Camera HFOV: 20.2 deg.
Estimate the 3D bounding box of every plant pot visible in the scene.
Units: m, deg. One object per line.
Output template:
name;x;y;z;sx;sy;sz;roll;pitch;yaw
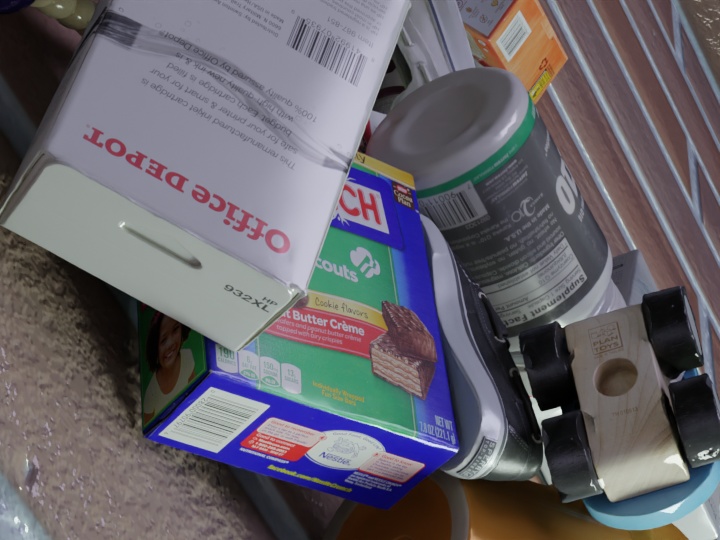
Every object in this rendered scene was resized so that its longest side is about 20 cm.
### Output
plant pot;0.077;0.201;1.195;0.183;0.200;0.201;32;38;-35

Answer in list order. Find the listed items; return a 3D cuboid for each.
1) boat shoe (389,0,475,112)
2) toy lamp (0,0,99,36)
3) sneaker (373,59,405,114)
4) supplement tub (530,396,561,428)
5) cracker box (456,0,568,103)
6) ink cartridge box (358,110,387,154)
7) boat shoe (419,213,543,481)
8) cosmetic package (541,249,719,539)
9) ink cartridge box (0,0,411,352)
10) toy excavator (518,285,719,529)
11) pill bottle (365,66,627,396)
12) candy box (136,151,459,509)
boat shoe;0.054;-0.110;1.421;0.074;0.065;0.201;84;-7;-57
toy lamp;-0.143;-0.136;1.127;0.200;0.058;0.059;31;41;-60
sneaker;0.064;-0.098;1.647;0.200;0.075;0.091;41;40;-42
supplement tub;0.106;0.022;1.509;0.200;0.140;0.141;57;22;-30
cracker box;0.055;-0.216;1.568;0.200;0.058;0.134;35;-5;27
ink cartridge box;0.000;0.000;1.328;0.145;0.083;0.201;8;62;-70
boat shoe;0.060;0.045;1.186;0.066;0.070;0.200;19;30;-31
cosmetic package;0.223;0.121;1.759;0.200;0.122;0.200;63;21;-16
ink cartridge box;-0.077;-0.083;1.029;0.145;0.084;0.201;29;55;-14
toy excavator;0.167;0.087;1.203;0.200;0.099;0.195;62;15;-48
pill bottle;0.094;-0.021;1.305;0.200;0.113;0.113;58;21;-31
candy box;-0.040;0.014;1.132;0.168;0.077;0.201;20;44;-33
